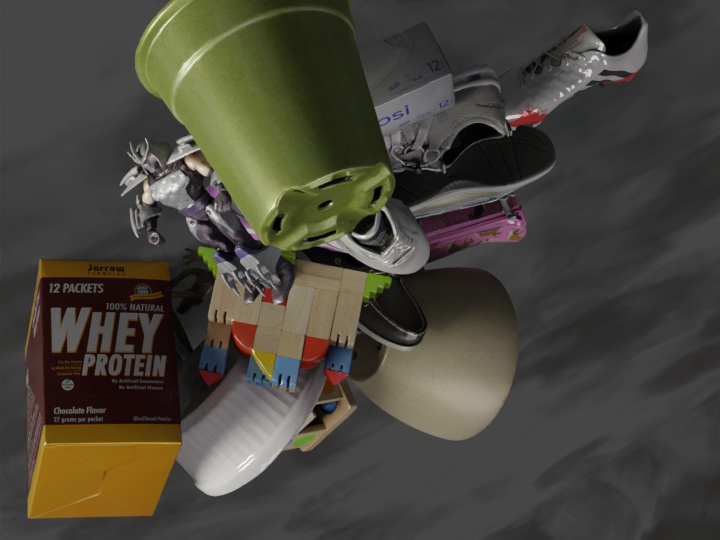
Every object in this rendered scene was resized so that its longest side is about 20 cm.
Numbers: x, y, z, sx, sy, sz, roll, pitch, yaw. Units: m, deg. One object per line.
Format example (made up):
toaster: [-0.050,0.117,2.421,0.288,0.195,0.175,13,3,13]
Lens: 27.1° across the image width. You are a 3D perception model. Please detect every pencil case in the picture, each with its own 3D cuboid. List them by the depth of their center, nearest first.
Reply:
pencil case: [0.092,-0.048,1.725,0.199,0.083,0.087,-16,150,-20]

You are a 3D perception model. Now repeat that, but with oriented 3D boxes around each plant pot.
plant pot: [-0.062,-0.126,1.243,0.199,0.191,0.200,-21,157,-9]

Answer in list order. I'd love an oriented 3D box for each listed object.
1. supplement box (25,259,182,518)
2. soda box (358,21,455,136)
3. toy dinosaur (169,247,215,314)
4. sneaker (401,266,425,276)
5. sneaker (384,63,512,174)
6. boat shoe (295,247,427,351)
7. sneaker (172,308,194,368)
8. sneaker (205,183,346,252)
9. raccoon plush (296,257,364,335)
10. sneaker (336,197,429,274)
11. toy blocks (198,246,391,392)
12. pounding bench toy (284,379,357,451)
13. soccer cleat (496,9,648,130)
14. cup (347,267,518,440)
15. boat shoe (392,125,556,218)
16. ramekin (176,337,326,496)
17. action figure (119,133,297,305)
supplement box: [-0.268,0.123,1.531,0.132,0.201,0.197,1,150,-17]
soda box: [-0.013,-0.154,1.399,0.199,0.064,0.068,-24,159,-2]
toy dinosaur: [-0.143,0.006,1.617,0.199,0.059,0.101,-12,169,38]
sneaker: [0.024,0.024,1.827,0.090,0.070,0.200,-35,158,15]
sneaker: [0.053,-0.126,1.452,0.199,0.082,0.075,-27,157,5]
boat shoe: [0.000,0.000,1.589,0.072,0.201,0.061,-40,173,-47]
sneaker: [-0.246,0.109,1.732,0.108,0.070,0.200,-24,161,-9]
sneaker: [-0.077,-0.053,1.522,0.200,0.073,0.114,18,152,-31]
raccoon plush: [-0.057,0.047,1.705,0.096,0.134,0.200,-20,157,-16]
sneaker: [0.015,-0.036,1.439,0.076,0.081,0.200,-47,141,6]
toy blocks: [-0.079,0.059,1.512,0.199,0.137,0.100,11,165,-1]
pounding bench toy: [-0.124,0.179,1.946,0.155,0.125,0.200,-5,151,-41]
soccer cleat: [0.209,-0.208,1.522,0.199,0.069,0.085,-21,149,-19]
cup: [0.061,0.085,1.694,0.143,0.201,0.200,11,141,-33]
boat shoe: [0.108,-0.099,1.586,0.201,0.075,0.065,-19,163,-4]
ramekin: [-0.136,0.136,1.612,0.094,0.203,0.202,42,120,-18]
action figure: [-0.144,-0.051,1.394,0.130,0.070,0.200,-18,125,43]
